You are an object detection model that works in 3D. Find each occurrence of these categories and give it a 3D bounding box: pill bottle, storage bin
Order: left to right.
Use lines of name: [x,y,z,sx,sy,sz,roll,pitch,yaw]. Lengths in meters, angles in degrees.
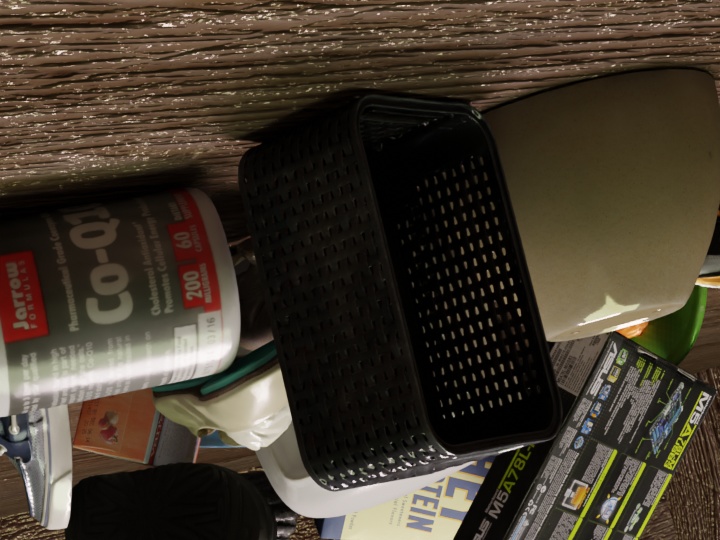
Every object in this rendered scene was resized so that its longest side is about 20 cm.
pill bottle: [-0.179,0.022,1.033,0.198,0.115,0.114,-11,170,-19]
storage bin: [0.023,0.013,0.999,0.093,0.202,0.135,-21,168,37]

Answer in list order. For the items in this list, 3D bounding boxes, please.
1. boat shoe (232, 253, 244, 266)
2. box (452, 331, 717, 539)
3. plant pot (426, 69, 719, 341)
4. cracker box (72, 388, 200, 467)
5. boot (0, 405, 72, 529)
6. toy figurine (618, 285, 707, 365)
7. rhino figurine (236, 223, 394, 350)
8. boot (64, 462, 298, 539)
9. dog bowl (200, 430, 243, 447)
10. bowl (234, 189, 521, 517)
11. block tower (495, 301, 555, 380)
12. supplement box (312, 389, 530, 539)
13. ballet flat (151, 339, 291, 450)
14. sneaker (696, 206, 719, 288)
boat shoe: [-0.001,0.000,1.306,0.199,0.067,0.072,-13,170,-2]
box: [0.175,0.149,1.349,0.047,0.201,0.193,28,-178,36]
plant pot: [0.147,-0.031,1.133,0.198,0.136,0.200,-13,171,-2]
cracker box: [-0.151,0.077,1.310,0.057,0.135,0.200,12,172,5]
boot: [-0.247,0.092,1.214,0.089,0.202,0.073,-4,-153,-12]
toy figurine: [0.172,-0.005,1.405,0.182,0.151,0.200,1,145,-24]
rhino figurine: [-0.061,0.015,1.148,0.198,0.088,0.060,9,-150,25]
boot: [-0.095,0.181,1.271,0.157,0.080,0.210,14,171,-44]
dog bowl: [-0.122,0.125,1.544,0.110,0.050,0.200,1,178,23]
bowl: [-0.010,0.060,1.204,0.199,0.201,0.075,-26,172,25]
block tower: [0.157,0.000,1.303,0.058,0.054,0.200,1,134,-50]
supplement box: [0.049,0.114,1.436,0.198,0.135,0.200,5,-159,-17]
ballet flat: [-0.076,0.083,1.129,0.069,0.070,0.200,-9,180,-23]
sneaker: [0.298,-0.053,1.313,0.199,0.078,0.078,-27,-145,-19]
